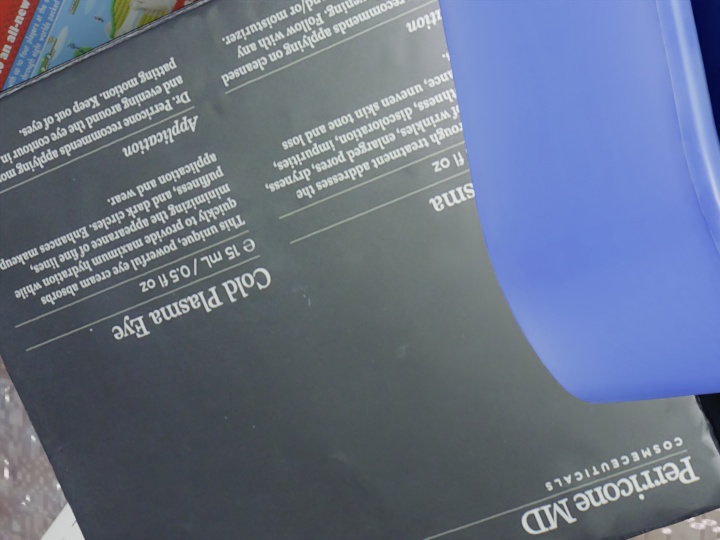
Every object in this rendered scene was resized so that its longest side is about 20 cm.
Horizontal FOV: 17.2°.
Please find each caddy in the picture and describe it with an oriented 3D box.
[{"bbox_3d":[0.102,-0.057,0.591,0.105,0.141,0.201,-18,79,44],"label":"caddy"}]

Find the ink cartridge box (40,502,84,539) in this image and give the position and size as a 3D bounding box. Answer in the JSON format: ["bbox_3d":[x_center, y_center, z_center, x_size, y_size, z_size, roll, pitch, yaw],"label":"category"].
[{"bbox_3d":[-0.090,0.166,0.883,0.115,0.068,0.200,41,115,9],"label":"ink cartridge box"}]

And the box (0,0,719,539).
[{"bbox_3d":[0.000,0.000,0.706,0.199,0.104,0.183,-21,96,24],"label":"box"}]

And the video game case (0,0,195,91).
[{"bbox_3d":[-0.033,-0.049,0.786,0.199,0.017,0.143,27,125,-5],"label":"video game case"}]
